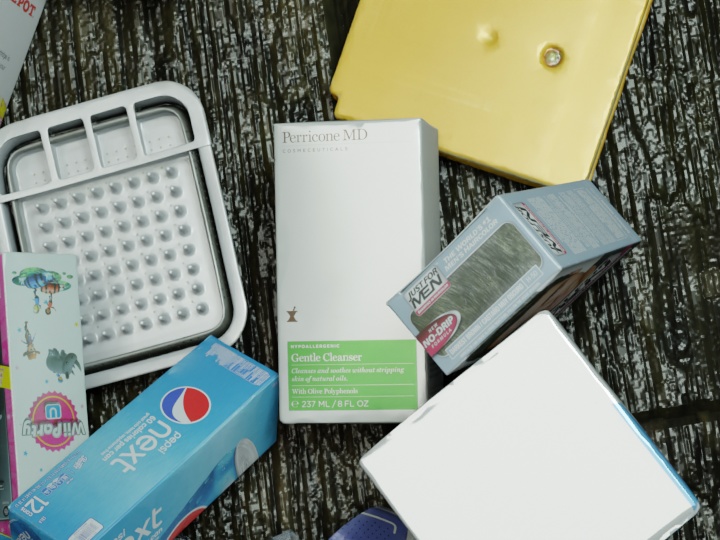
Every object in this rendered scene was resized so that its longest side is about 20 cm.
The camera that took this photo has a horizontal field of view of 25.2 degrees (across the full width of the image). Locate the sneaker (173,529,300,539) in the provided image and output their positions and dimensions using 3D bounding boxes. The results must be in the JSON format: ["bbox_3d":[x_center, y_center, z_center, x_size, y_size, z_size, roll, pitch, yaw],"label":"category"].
[{"bbox_3d":[-0.102,0.200,1.107,0.114,0.075,0.201,-39,84,1],"label":"sneaker"}]

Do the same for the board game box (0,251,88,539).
[{"bbox_3d":[-0.256,0.098,1.110,0.147,0.064,0.202,-12,82,42],"label":"board game box"}]

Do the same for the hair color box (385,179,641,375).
[{"bbox_3d":[0.103,0.000,1.027,0.099,0.200,0.061,-45,78,21],"label":"hair color box"}]

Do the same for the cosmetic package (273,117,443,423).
[{"bbox_3d":[0.000,0.000,1.100,0.106,0.085,0.202,-3,91,11],"label":"cosmetic package"}]

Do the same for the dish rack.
[{"bbox_3d":[-0.174,-0.021,1.162,0.170,0.044,0.202,-15,80,6],"label":"dish rack"}]

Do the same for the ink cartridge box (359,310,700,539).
[{"bbox_3d":[0.111,0.133,1.018,0.146,0.200,0.147,-39,79,3],"label":"ink cartridge box"}]

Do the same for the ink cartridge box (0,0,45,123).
[{"bbox_3d":[-0.314,-0.140,1.147,0.083,0.145,0.202,18,85,12],"label":"ink cartridge box"}]

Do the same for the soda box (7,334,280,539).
[{"bbox_3d":[-0.136,0.131,1.054,0.064,0.068,0.200,28,46,24],"label":"soda box"}]

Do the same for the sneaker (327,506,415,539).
[{"bbox_3d":[0.057,0.235,1.055,0.199,0.115,0.081,42,89,12],"label":"sneaker"}]

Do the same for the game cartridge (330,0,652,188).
[{"bbox_3d":[0.093,-0.162,1.150,0.198,0.032,0.178,19,86,13],"label":"game cartridge"}]
